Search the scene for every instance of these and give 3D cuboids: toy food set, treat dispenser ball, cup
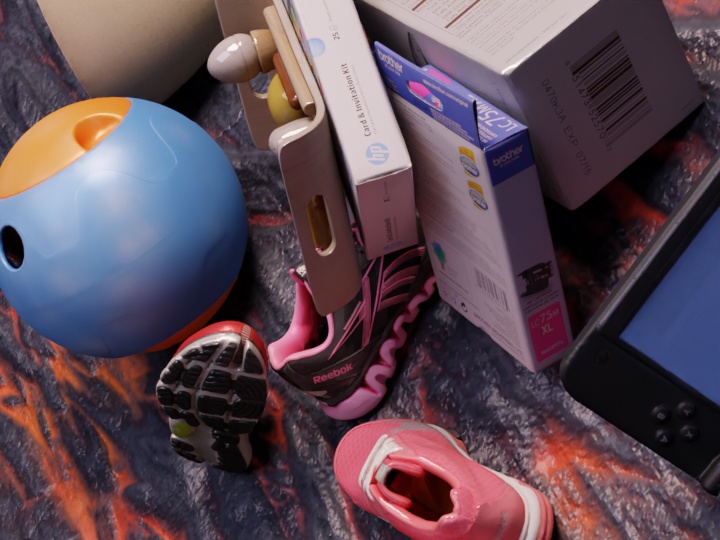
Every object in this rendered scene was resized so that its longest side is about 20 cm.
[{"bbox_3d":[-0.055,-0.083,1.268,0.060,0.144,0.200,-16,41,-4],"label":"toy food set"},{"bbox_3d":[-0.187,-0.033,1.481,0.201,0.200,0.202,-27,51,39],"label":"treat dispenser ball"},{"bbox_3d":[-0.181,-0.240,1.622,0.143,0.201,0.201,-24,47,7],"label":"cup"}]

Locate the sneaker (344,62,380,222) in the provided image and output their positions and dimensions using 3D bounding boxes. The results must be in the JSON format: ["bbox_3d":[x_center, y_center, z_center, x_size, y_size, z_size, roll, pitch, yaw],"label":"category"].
[{"bbox_3d":[-0.004,-0.114,1.410,0.073,0.071,0.201,-19,57,44],"label":"sneaker"}]

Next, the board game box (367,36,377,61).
[{"bbox_3d":[-0.012,-0.209,1.444,0.135,0.034,0.200,-37,30,11],"label":"board game box"}]

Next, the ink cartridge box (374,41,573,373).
[{"bbox_3d":[0.072,-0.045,1.195,0.042,0.201,0.119,-29,35,-16],"label":"ink cartridge box"}]

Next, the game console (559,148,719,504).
[{"bbox_3d":[0.230,0.043,1.008,0.200,0.170,0.118,-54,12,13],"label":"game console"}]

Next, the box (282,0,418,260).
[{"bbox_3d":[-0.012,-0.124,1.254,0.041,0.156,0.201,-19,74,-3],"label":"box"}]

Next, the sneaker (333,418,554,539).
[{"bbox_3d":[0.034,0.129,1.214,0.200,0.087,0.074,19,84,53],"label":"sneaker"}]

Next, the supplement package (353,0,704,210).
[{"bbox_3d":[0.101,-0.146,1.234,0.117,0.117,0.200,-40,36,-10],"label":"supplement package"}]

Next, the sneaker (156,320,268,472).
[{"bbox_3d":[-0.101,0.073,1.363,0.200,0.077,0.085,110,173,-63],"label":"sneaker"}]

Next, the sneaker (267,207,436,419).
[{"bbox_3d":[0.000,0.000,1.324,0.079,0.095,0.201,19,84,55],"label":"sneaker"}]
